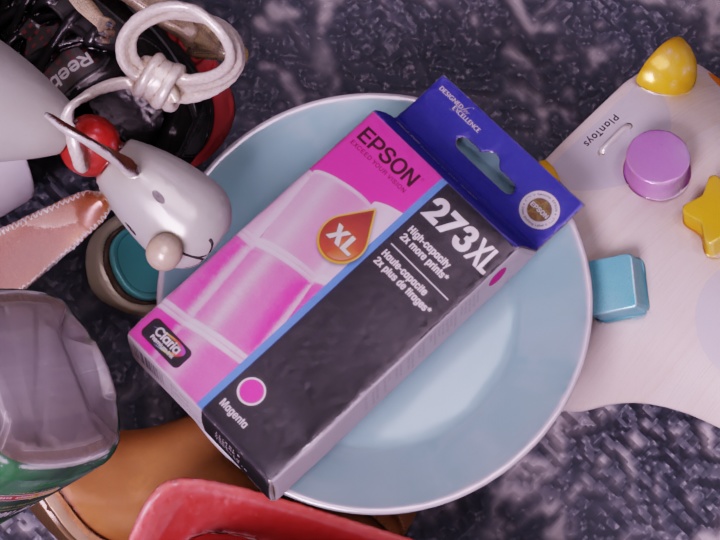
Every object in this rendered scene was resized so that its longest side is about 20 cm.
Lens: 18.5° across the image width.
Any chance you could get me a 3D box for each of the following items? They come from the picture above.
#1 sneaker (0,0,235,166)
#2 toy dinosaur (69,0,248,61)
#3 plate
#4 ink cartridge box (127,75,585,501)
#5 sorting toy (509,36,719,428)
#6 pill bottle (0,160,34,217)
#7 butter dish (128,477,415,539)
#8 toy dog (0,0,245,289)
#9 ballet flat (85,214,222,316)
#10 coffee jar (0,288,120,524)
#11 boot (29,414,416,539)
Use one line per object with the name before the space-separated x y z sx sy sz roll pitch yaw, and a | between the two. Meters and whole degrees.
sneaker | -0.142 -0.115 1.008 0.200 0.098 0.071 44 108 -11
toy dinosaur | -0.123 -0.163 0.984 0.101 0.058 0.201 -7 64 -48
plate | 0.006 0.015 1.010 0.198 0.026 0.202 1 70 -2
ink cartridge box | 0.000 0.000 0.984 0.200 0.037 0.095 -42 74 -16
sorting toy | 0.178 -0.004 1.047 0.180 0.107 0.200 35 68 31
pill bottle | -0.258 -0.028 1.011 0.199 0.114 0.115 -30 79 -17
butter dish | -0.018 0.210 0.926 0.198 0.148 0.201 19 88 -14
toy dog | -0.151 -0.053 0.924 0.198 0.133 0.097 14 40 1
ballet flat | -0.042 -0.025 1.072 0.198 0.070 0.070 -16 75 -19
coffee jar | -0.204 0.086 0.938 0.104 0.199 0.086 -4 67 -57
boot | -0.067 0.081 1.020 0.200 0.077 0.155 42 76 0
